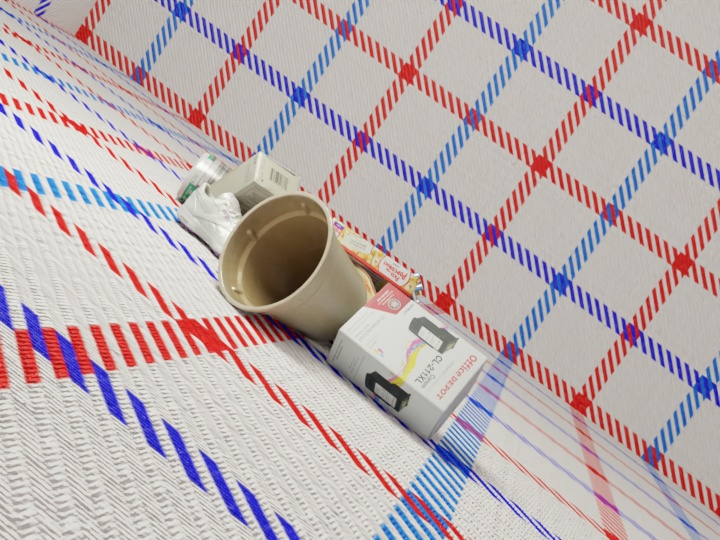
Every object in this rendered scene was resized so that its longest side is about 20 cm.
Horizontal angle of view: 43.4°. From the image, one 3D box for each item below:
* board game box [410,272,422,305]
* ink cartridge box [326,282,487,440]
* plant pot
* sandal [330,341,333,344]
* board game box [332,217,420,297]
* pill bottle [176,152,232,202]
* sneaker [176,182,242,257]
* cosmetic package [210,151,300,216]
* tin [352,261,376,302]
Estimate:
[{"bbox_3d":[0.131,0.108,1.854,0.200,0.026,0.202,71,3,-84],"label":"board game box"},{"bbox_3d":[0.073,0.136,1.382,0.199,0.083,0.146,36,46,13],"label":"ink cartridge box"},{"bbox_3d":[-0.086,0.012,1.393,0.200,0.201,0.184,40,-4,41],"label":"plant pot"},{"bbox_3d":[-0.017,0.112,1.527,0.200,0.057,0.080,21,33,-25],"label":"sandal"},{"bbox_3d":[0.000,0.000,1.729,0.199,0.046,0.152,35,-27,-3],"label":"board game box"},{"bbox_3d":[-0.268,-0.142,1.869,0.199,0.114,0.113,35,5,-7],"label":"pill bottle"},{"bbox_3d":[-0.235,-0.078,1.597,0.200,0.100,0.075,39,4,16],"label":"sneaker"},{"bbox_3d":[-0.216,-0.132,1.693,0.105,0.199,0.072,32,50,-35],"label":"cosmetic package"},{"bbox_3d":[-0.028,0.024,1.576,0.111,0.042,0.200,22,18,-16],"label":"tin"}]
